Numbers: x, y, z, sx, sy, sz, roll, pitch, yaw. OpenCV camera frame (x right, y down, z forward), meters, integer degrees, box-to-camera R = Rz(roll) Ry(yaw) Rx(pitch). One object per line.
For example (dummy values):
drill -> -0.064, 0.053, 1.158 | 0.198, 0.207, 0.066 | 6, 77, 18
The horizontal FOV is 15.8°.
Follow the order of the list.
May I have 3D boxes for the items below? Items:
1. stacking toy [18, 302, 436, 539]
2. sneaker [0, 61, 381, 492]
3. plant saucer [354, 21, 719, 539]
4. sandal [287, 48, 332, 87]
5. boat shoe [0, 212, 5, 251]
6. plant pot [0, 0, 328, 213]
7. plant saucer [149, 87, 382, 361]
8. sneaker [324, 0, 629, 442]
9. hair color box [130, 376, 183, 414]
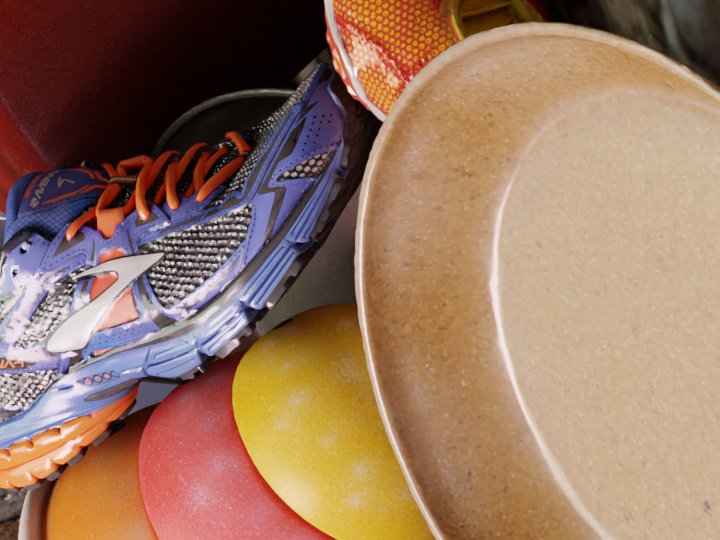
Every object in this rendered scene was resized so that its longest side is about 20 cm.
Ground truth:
stacking toy -> -0.005, 0.058, 0.829 | 0.200, 0.146, 0.146 | -49, 55, 33
sneaker -> -0.073, -0.005, 0.808 | 0.078, 0.200, 0.075 | 46, -150, -12
plant saucer -> 0.077, 0.030, 0.647 | 0.200, 0.035, 0.201 | 31, 132, 40
sandal -> -0.063, -0.102, 1.055 | 0.080, 0.057, 0.201 | 25, 150, 39
boat shoe -> -0.118, -0.075, 1.110 | 0.200, 0.073, 0.068 | -69, -3, -45
plant pot -> -0.115, -0.126, 0.901 | 0.200, 0.200, 0.176 | 30, 155, 34
plant saucer -> 0.012, 0.018, 0.871 | 0.200, 0.032, 0.201 | 24, 137, 24
sneaker -> 0.053, -0.038, 0.738 | 0.200, 0.073, 0.077 | 62, 147, 8
hair color box -> -0.093, 0.083, 1.076 | 0.200, 0.060, 0.099 | -163, 80, -74
